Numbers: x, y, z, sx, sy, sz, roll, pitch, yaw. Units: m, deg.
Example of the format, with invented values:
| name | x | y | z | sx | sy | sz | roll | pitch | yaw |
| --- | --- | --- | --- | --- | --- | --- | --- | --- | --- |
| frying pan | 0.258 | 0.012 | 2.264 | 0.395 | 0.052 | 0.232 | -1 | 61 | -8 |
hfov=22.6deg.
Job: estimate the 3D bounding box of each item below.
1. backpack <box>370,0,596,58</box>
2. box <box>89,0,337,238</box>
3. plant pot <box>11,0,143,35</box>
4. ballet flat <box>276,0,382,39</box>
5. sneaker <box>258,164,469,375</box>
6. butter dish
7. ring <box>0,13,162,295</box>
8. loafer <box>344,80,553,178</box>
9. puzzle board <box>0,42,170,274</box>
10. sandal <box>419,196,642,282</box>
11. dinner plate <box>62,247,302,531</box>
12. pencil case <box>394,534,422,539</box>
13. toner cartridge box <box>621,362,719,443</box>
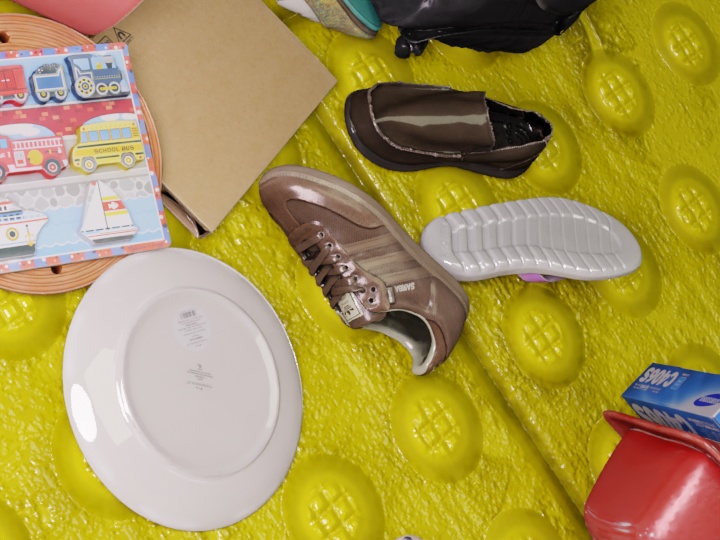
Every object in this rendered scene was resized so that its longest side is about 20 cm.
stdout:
| name | x | y | z | sx | sy | sz | roll | pitch | yaw |
| --- | --- | --- | --- | --- | --- | --- | --- | --- | --- |
| backpack | 0.114 | -0.257 | 1.509 | 0.199 | 0.166 | 0.127 | 2 | 62 | -52 |
| box | -0.123 | -0.142 | 1.367 | 0.163 | 0.021 | 0.200 | 45 | 50 | -11 |
| plant pot | -0.221 | -0.272 | 1.259 | 0.177 | 0.200 | 0.201 | 37 | 51 | -30 |
| ballet flat | -0.052 | -0.242 | 1.430 | 0.200 | 0.070 | 0.071 | 45 | 42 | -52 |
| sneaker | 0.000 | 0.000 | 1.361 | 0.200 | 0.070 | 0.076 | 36 | 53 | -17 |
| butter dish | 0.248 | 0.221 | 1.395 | 0.148 | 0.200 | 0.200 | -46 | 103 | -9 |
| ring | -0.230 | -0.080 | 1.245 | 0.199 | 0.019 | 0.202 | 9 | 72 | -29 |
| loafer | 0.076 | -0.124 | 1.474 | 0.199 | 0.071 | 0.073 | 2 | 68 | -36 |
| puzzle board | -0.232 | -0.076 | 1.221 | 0.199 | 0.017 | 0.152 | -10 | 82 | -32 |
| sandal | 0.136 | -0.018 | 1.490 | 0.201 | 0.050 | 0.083 | 1 | 53 | -23 |
| dinner plate | -0.115 | 0.079 | 1.254 | 0.199 | 0.024 | 0.201 | 15 | 65 | -36 |
| pencil case | 0.095 | 0.247 | 1.243 | 0.078 | 0.199 | 0.089 | -63 | 146 | -15 |
| toner cartridge box | 0.284 | 0.127 | 1.435 | 0.043 | 0.200 | 0.095 | -45 | 98 | -8 |
